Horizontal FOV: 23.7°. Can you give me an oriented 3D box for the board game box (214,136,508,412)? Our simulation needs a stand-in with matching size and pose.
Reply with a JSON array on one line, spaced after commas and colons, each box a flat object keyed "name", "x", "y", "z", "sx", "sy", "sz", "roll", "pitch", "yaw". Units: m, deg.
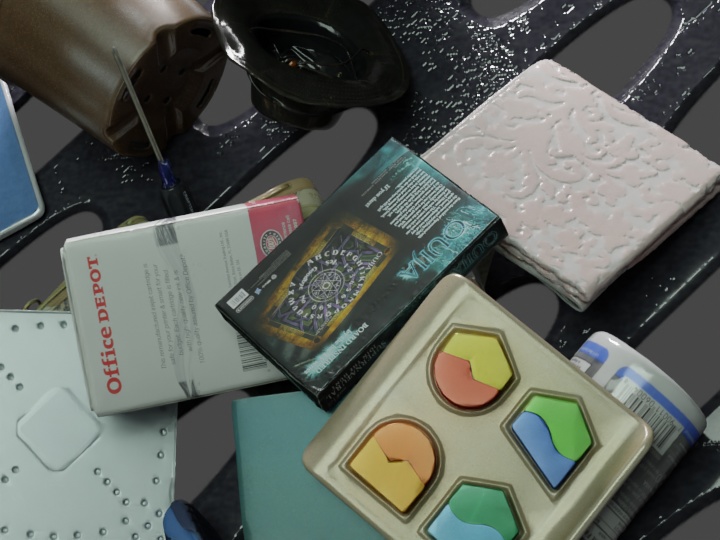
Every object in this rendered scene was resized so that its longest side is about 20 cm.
[{"name": "board game box", "x": 0.000, "y": 0.000, "z": 1.332, "sx": 0.200, "sy": 0.028, "sz": 0.135, "roll": -43, "pitch": 52, "yaw": -9}]

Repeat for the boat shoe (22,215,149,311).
[{"name": "boat shoe", "x": -0.248, "y": 0.036, "z": 1.534, "sx": 0.200, "sy": 0.073, "sz": 0.063, "roll": -42, "pitch": 53, "yaw": -9}]

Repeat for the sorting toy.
[{"name": "sorting toy", "x": 0.083, "y": 0.127, "z": 1.243, "sx": 0.200, "sy": 0.036, "sz": 0.185, "roll": 38, "pitch": 85, "yaw": 15}]

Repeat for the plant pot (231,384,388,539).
[{"name": "plant pot", "x": -0.010, "y": 0.206, "z": 1.337, "sx": 0.140, "sy": 0.141, "sz": 0.202, "roll": -8, "pitch": 72, "yaw": 17}]

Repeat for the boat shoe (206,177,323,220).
[{"name": "boat shoe", "x": -0.121, "y": -0.017, "z": 1.509, "sx": 0.199, "sy": 0.071, "sz": 0.065, "roll": -24, "pitch": 57, "yaw": -2}]

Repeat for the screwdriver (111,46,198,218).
[{"name": "screwdriver", "x": -0.177, "y": -0.111, "z": 1.505, "sx": 0.029, "sy": 0.201, "sz": 0.028, "roll": -27, "pitch": 32, "yaw": -20}]

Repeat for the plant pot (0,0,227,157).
[{"name": "plant pot", "x": -0.241, "y": -0.218, "z": 1.574, "sx": 0.198, "sy": 0.200, "sz": 0.201, "roll": 39, "pitch": 85, "yaw": 21}]

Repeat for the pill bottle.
[{"name": "pill bottle", "x": 0.160, "y": 0.157, "z": 1.303, "sx": 0.114, "sy": 0.114, "sz": 0.200, "roll": 38, "pitch": 85, "yaw": 29}]

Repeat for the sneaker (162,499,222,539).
[{"name": "sneaker", "x": -0.131, "y": 0.280, "z": 1.383, "sx": 0.082, "sy": 0.074, "sz": 0.201, "roll": -28, "pitch": 61, "yaw": 10}]

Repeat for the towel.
[{"name": "towel", "x": 0.168, "y": -0.076, "z": 1.405, "sx": 0.200, "sy": 0.032, "sz": 0.191, "roll": 37, "pitch": 60, "yaw": 26}]

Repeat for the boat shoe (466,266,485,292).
[{"name": "boat shoe", "x": 0.075, "y": 0.037, "z": 1.348, "sx": 0.074, "sy": 0.068, "sz": 0.201, "roll": -18, "pitch": 76, "yaw": -11}]

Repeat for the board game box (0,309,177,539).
[{"name": "board game box", "x": -0.255, "y": 0.136, "z": 1.456, "sx": 0.198, "sy": 0.026, "sz": 0.202, "roll": 2, "pitch": 78, "yaw": -5}]

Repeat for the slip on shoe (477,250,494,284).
[{"name": "slip on shoe", "x": 0.059, "y": 0.019, "z": 1.429, "sx": 0.061, "sy": 0.074, "sz": 0.201, "roll": 6, "pitch": 69, "yaw": 46}]

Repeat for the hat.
[{"name": "hat", "x": -0.051, "y": -0.177, "z": 1.533, "sx": 0.199, "sy": 0.081, "sz": 0.201, "roll": 13, "pitch": 37, "yaw": -10}]

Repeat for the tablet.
[{"name": "tablet", "x": -0.386, "y": -0.107, "z": 1.673, "sx": 0.129, "sy": 0.014, "sz": 0.201, "roll": -27, "pitch": 63, "yaw": 8}]

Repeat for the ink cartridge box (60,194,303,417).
[{"name": "ink cartridge box", "x": -0.137, "y": 0.027, "z": 1.418, "sx": 0.198, "sy": 0.083, "sz": 0.148, "roll": -11, "pitch": 94, "yaw": -7}]
